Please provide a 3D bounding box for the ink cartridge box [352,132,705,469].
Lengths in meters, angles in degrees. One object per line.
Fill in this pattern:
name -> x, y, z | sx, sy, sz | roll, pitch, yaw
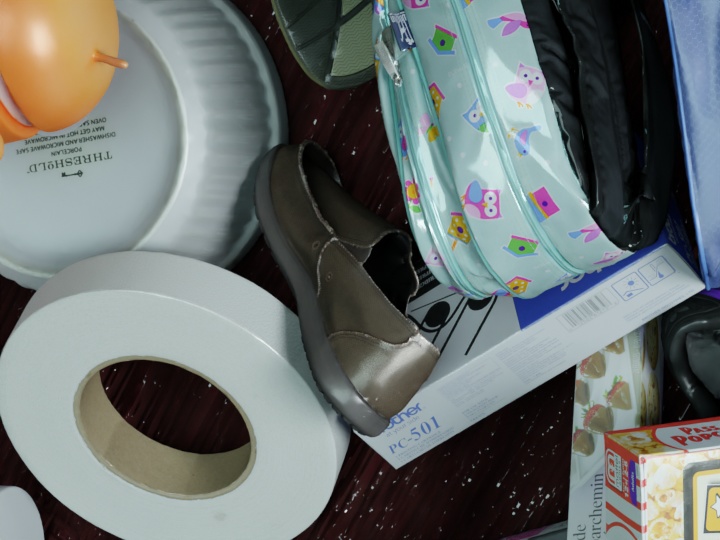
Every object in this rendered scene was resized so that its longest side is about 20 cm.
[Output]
ink cartridge box -> 0.081, 0.016, 1.200 | 0.199, 0.044, 0.094 | -32, 39, 19

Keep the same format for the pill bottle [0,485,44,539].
pill bottle -> -0.295, 0.167, 1.332 | 0.199, 0.112, 0.113 | 0, 93, 19

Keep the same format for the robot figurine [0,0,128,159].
robot figurine -> -0.212, -0.118, 1.171 | 0.199, 0.144, 0.117 | -11, 104, 13

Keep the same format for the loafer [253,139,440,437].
loafer -> 0.000, 0.000, 1.209 | 0.071, 0.073, 0.201 | -32, 49, 13

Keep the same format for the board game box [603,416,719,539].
board game box -> 0.218, 0.144, 1.094 | 0.199, 0.046, 0.153 | -5, 102, -17

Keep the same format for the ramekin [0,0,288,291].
ramekin -> -0.150, -0.076, 1.272 | 0.199, 0.105, 0.202 | 1, 94, 20

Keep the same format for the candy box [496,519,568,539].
candy box -> 0.099, 0.212, 1.224 | 0.199, 0.061, 0.137 | -17, 86, 18

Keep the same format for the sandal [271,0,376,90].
sandal -> -0.026, -0.190, 1.250 | 0.079, 0.057, 0.202 | -16, 69, -9

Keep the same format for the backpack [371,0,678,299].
backpack -> 0.078, -0.087, 1.129 | 0.126, 0.167, 0.201 | -21, 71, 27

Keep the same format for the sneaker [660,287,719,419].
sneaker -> 0.225, 0.090, 1.151 | 0.200, 0.099, 0.070 | 45, 106, 8

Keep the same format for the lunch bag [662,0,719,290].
lunch bag -> 0.224, -0.093, 1.122 | 0.131, 0.136, 0.202 | -8, 93, 10

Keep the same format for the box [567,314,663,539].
box -> 0.133, 0.106, 1.167 | 0.038, 0.041, 0.201 | -8, 59, 25

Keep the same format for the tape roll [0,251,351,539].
tape roll -> -0.103, 0.078, 1.244 | 0.201, 0.037, 0.204 | 9, 132, 11
